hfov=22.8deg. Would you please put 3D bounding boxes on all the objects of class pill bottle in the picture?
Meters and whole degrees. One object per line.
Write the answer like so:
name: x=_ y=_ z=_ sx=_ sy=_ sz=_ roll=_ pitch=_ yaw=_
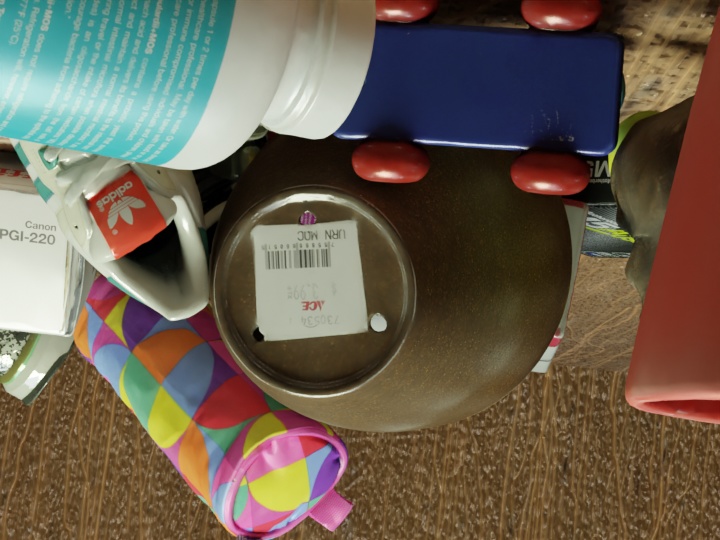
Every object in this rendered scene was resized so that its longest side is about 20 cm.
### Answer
pill bottle: x=-0.097 y=-0.097 z=0.620 sx=0.199 sy=0.112 sz=0.111 roll=10 pitch=173 yaw=-25

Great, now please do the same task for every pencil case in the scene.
pencil case: x=-0.087 y=0.072 z=1.014 sx=0.088 sy=0.089 sz=0.200 roll=13 pitch=-156 yaw=-45

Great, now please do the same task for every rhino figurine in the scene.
rhino figurine: x=0.194 y=-0.050 z=0.727 sx=0.199 sy=0.088 sz=0.060 roll=-22 pitch=164 yaw=12

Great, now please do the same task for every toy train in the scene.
toy train: x=0.022 y=-0.085 z=0.804 sx=0.198 sy=0.085 sz=0.116 roll=5 pitch=-173 yaw=14

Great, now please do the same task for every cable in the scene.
cable: x=-0.083 y=-0.087 z=1.109 sx=0.096 sy=0.051 sz=0.200 roll=-9 pitch=-167 yaw=-25

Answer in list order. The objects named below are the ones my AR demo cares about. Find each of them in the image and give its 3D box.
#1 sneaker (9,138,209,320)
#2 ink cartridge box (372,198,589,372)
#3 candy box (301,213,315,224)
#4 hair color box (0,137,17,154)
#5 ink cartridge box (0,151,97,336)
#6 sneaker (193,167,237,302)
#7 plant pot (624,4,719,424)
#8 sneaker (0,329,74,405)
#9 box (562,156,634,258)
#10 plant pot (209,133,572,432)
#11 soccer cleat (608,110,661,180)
sneaker: x=-0.111 y=-0.059 z=0.754 sx=0.070 sy=0.094 sz=0.200 roll=-29 pitch=134 yaw=-5
ink cartridge box: x=0.057 y=0.004 z=1.097 sx=0.144 sy=0.084 sz=0.200 roll=9 pitch=171 yaw=5
candy box: x=-0.063 y=-0.039 z=1.316 sx=0.198 sy=0.062 sz=0.136 roll=6 pitch=173 yaw=-4
hair color box: x=-0.192 y=-0.104 z=0.883 sx=0.099 sy=0.061 sz=0.200 roll=8 pitch=174 yaw=-11
ink cartridge box: x=-0.218 y=-0.041 z=1.032 sx=0.144 sy=0.086 sz=0.200 roll=7 pitch=-163 yaw=-3
sneaker: x=-0.083 y=-0.032 z=1.130 sx=0.080 sy=0.078 sz=0.200 roll=54 pitch=179 yaw=-43
plant pot: x=0.194 y=-0.033 z=0.604 sx=0.199 sy=0.179 sz=0.200 roll=7 pitch=173 yaw=1
sneaker: x=-0.219 y=-0.018 z=1.151 sx=0.088 sy=0.201 sz=0.077 roll=26 pitch=141 yaw=-28
box: x=0.174 y=-0.042 z=1.125 sx=0.192 sy=0.048 sz=0.199 roll=5 pitch=174 yaw=42
plant pot: x=0.000 y=0.000 z=0.870 sx=0.185 sy=0.189 sz=0.200 roll=5 pitch=-175 yaw=13
soccer cleat: x=0.175 y=0.006 z=0.849 sx=0.200 sy=0.065 sz=0.084 roll=45 pitch=163 yaw=-19
